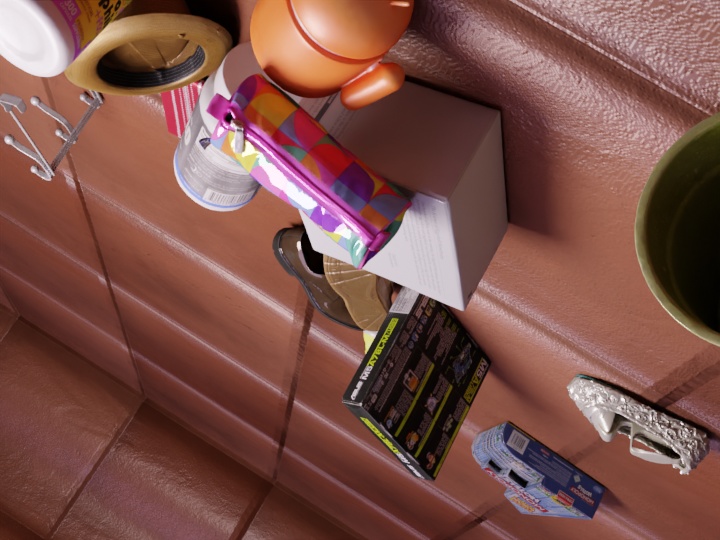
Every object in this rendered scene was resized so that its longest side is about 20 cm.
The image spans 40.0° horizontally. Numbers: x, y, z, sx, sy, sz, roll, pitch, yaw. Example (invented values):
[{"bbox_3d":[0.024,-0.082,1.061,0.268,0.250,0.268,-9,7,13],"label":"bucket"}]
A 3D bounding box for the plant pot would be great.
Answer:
[{"bbox_3d":[0.333,0.000,0.776,0.197,0.203,0.190,17,166,32],"label":"plant pot"}]

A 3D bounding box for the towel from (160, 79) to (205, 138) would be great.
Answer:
[{"bbox_3d":[-0.171,-0.185,1.256,0.197,0.023,0.145,27,155,10],"label":"towel"}]

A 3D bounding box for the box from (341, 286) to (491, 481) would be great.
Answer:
[{"bbox_3d":[0.083,0.152,1.360,0.047,0.202,0.194,4,146,44],"label":"box"}]

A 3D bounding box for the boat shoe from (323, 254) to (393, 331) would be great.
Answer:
[{"bbox_3d":[0.000,0.000,1.332,0.072,0.070,0.202,-2,140,15],"label":"boat shoe"}]

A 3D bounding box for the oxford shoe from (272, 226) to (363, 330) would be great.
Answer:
[{"bbox_3d":[-0.038,0.016,1.416,0.200,0.073,0.084,43,154,-23],"label":"oxford shoe"}]

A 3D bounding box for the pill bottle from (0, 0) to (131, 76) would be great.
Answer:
[{"bbox_3d":[-0.266,-0.284,0.937,0.103,0.202,0.105,20,145,15],"label":"pill bottle"}]

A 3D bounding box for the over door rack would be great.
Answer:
[{"bbox_3d":[-0.421,-0.234,1.331,0.066,0.149,0.201,23,157,6],"label":"over door rack"}]

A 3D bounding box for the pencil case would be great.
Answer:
[{"bbox_3d":[-0.049,-0.091,0.896,0.199,0.089,0.088,38,158,-1],"label":"pencil case"}]

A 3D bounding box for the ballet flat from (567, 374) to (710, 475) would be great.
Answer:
[{"bbox_3d":[0.350,0.200,1.276,0.197,0.072,0.072,23,156,25],"label":"ballet flat"}]

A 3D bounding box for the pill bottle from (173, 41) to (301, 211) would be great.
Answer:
[{"bbox_3d":[-0.137,-0.161,1.119,0.113,0.115,0.200,35,147,-6],"label":"pill bottle"}]

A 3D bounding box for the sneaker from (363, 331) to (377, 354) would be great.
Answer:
[{"bbox_3d":[0.041,0.155,1.583,0.074,0.077,0.201,22,154,28],"label":"sneaker"}]

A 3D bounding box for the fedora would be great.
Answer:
[{"bbox_3d":[-0.233,-0.258,1.070,0.200,0.197,0.083,149,110,-65],"label":"fedora"}]

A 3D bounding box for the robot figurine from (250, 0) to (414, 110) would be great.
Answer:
[{"bbox_3d":[-0.025,-0.222,0.862,0.115,0.147,0.199,4,169,-24],"label":"robot figurine"}]

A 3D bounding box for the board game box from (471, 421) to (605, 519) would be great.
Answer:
[{"bbox_3d":[0.280,0.351,1.675,0.198,0.062,0.200,34,157,-1],"label":"board game box"}]

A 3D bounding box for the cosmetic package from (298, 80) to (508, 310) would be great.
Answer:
[{"bbox_3d":[0.041,-0.088,1.031,0.197,0.124,0.201,24,155,23],"label":"cosmetic package"}]
